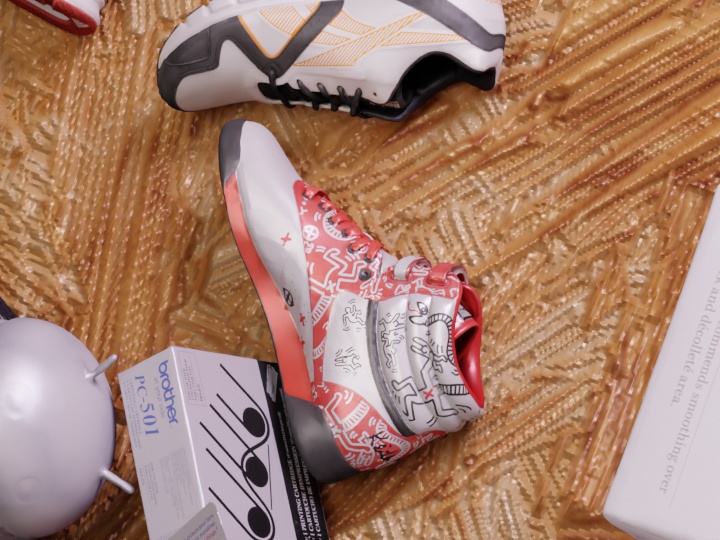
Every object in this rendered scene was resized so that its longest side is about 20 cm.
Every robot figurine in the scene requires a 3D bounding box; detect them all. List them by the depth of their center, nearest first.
[{"bbox_3d":[-0.210,0.083,1.535,0.199,0.113,0.171,-3,112,21],"label":"robot figurine"}]

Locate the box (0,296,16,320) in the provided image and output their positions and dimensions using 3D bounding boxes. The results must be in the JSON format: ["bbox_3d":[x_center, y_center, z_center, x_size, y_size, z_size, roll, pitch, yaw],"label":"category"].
[{"bbox_3d":[-0.248,0.111,1.624,0.200,0.036,0.143,-44,64,6],"label":"box"}]

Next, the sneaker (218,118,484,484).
[{"bbox_3d":[0.000,0.001,1.541,0.107,0.067,0.202,-21,72,14],"label":"sneaker"}]

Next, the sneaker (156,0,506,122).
[{"bbox_3d":[-0.016,-0.113,1.575,0.199,0.074,0.080,-15,72,17],"label":"sneaker"}]

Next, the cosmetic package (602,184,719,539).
[{"bbox_3d":[0.246,0.081,1.365,0.199,0.166,0.168,18,83,26],"label":"cosmetic package"}]

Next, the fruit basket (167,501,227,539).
[{"bbox_3d":[-0.075,0.237,1.398,0.185,0.093,0.201,-45,55,42],"label":"fruit basket"}]

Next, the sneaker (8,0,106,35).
[{"bbox_3d":[-0.203,-0.223,1.690,0.199,0.078,0.116,30,79,14],"label":"sneaker"}]

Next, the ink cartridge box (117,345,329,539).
[{"bbox_3d":[-0.059,0.142,1.504,0.044,0.094,0.201,-27,67,35],"label":"ink cartridge box"}]
